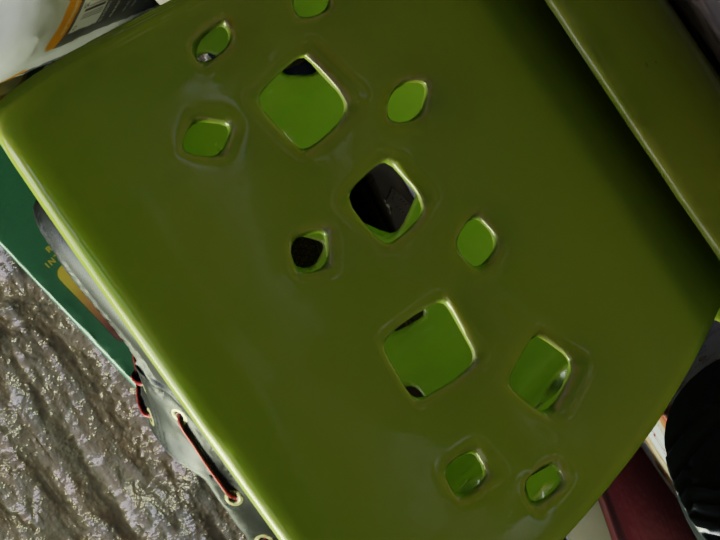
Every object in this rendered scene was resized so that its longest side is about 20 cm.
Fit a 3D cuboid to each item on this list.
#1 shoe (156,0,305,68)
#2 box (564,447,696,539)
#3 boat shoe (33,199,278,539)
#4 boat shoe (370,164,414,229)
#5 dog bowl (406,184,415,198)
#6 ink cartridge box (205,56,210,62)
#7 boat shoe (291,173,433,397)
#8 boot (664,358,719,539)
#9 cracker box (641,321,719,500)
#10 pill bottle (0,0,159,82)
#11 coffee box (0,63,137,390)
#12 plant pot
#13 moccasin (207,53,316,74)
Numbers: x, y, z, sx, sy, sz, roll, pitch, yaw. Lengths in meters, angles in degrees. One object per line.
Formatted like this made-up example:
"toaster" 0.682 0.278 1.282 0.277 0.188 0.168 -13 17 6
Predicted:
"shoe" -0.080 -0.144 0.910 0.053 0.070 0.200 21 153 48
"box" 0.089 0.125 1.224 0.199 0.127 0.110 -1 -114 -55
"boat shoe" -0.054 0.042 0.985 0.202 0.063 0.074 49 -154 -25
"boat shoe" 0.000 0.000 1.085 0.060 0.072 0.200 58 -174 28
"dog bowl" 0.051 -0.058 1.039 0.201 0.079 0.200 55 180 0
"ink cartridge box" -0.028 -0.058 1.362 0.075 0.165 0.200 47 -171 17
"boat shoe" 0.015 0.029 0.964 0.201 0.072 0.072 55 -163 -2
"boot" 0.189 0.135 0.941 0.198 0.073 0.163 47 172 39
"cracker box" 0.157 0.078 1.094 0.134 0.058 0.200 55 180 -9
"pill bottle" -0.118 -0.141 1.016 0.117 0.116 0.200 55 -154 -1
"coffee box" -0.093 -0.014 1.079 0.200 0.044 0.123 47 -164 -12
"plant pot" 0.019 -0.020 0.833 0.201 0.181 0.199 56 179 -6
"moccasin" 0.008 -0.107 1.172 0.081 0.068 0.200 52 -154 18
